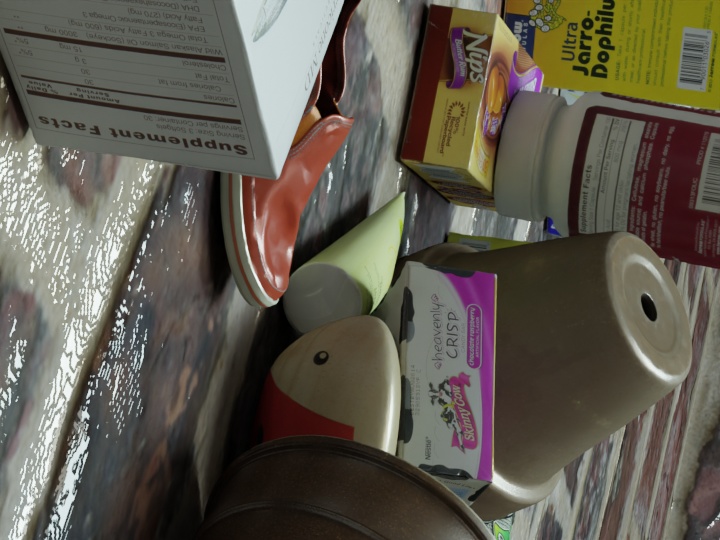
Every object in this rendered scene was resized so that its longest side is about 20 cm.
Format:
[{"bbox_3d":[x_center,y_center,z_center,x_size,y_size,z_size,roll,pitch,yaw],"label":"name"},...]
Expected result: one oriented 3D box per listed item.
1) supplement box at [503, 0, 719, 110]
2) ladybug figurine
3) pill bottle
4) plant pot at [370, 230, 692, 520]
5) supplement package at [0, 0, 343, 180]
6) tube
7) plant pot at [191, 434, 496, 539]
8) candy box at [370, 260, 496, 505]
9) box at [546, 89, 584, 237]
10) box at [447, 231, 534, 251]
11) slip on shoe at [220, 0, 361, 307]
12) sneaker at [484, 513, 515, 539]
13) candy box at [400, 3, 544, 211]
[{"bbox_3d":[0.226,-0.205,1.905,0.109,0.200,0.110,-44,141,-67],"label":"supplement box"},{"bbox_3d":[-0.028,0.121,1.359,0.136,0.072,0.200,-121,-140,-71],"label":"ladybug figurine"},{"bbox_3d":[0.206,-0.069,1.704,0.114,0.200,0.114,12,90,-75],"label":"pill bottle"},{"bbox_3d":[0.128,0.054,1.607,0.200,0.175,0.200,35,43,-40],"label":"plant pot"},{"bbox_3d":[-0.085,-0.147,0.942,0.200,0.117,0.117,78,25,-55],"label":"supplement package"},{"bbox_3d":[0.000,0.000,1.490,0.052,0.058,0.200,56,16,-2],"label":"tube"},{"bbox_3d":[-0.041,0.225,1.227,0.198,0.200,0.200,-50,147,-48],"label":"plant pot"},{"bbox_3d":[0.028,0.097,1.434,0.200,0.061,0.137,122,-26,-63],"label":"candy box"},{"bbox_3d":[0.259,-0.142,2.258,0.184,0.105,0.200,-40,137,-69],"label":"box"},{"bbox_3d":[0.121,0.013,1.898,0.200,0.075,0.050,33,65,-73],"label":"box"},{"bbox_3d":[-0.037,-0.077,1.278,0.074,0.061,0.200,-10,110,-76],"label":"slip on shoe"},{"bbox_3d":[0.093,0.213,1.883,0.200,0.078,0.085,61,31,-67],"label":"sneaker"},{"bbox_3d":[0.085,-0.116,1.718,0.200,0.056,0.117,30,70,-73],"label":"candy box"}]
